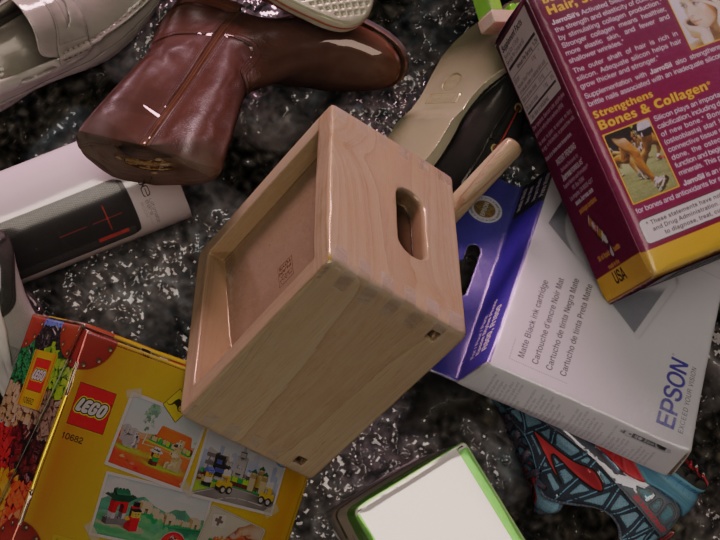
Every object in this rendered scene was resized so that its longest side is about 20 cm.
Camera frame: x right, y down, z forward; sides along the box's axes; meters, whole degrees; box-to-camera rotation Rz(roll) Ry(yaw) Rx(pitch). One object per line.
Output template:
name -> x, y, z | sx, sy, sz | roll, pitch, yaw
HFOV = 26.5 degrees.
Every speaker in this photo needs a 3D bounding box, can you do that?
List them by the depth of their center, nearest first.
speaker -> -0.221, -0.039, 1.061 | 0.200, 0.081, 0.081 | -22, 84, -7

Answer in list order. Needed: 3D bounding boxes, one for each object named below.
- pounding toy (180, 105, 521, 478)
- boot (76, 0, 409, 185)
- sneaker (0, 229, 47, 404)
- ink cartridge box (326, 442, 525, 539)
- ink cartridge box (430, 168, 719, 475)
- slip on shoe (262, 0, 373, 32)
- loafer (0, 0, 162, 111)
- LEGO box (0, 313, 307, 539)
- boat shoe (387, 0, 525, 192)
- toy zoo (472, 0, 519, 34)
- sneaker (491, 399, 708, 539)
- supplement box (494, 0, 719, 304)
pounding toy -> 0.000, 0.000, 0.982 | 0.142, 0.200, 0.184 | 30, 124, -23
boot -> -0.075, -0.112, 1.031 | 0.186, 0.064, 0.200 | 10, 37, 8
sneaker -> -0.217, 0.059, 1.027 | 0.079, 0.074, 0.200 | -21, 119, -18
ink cartridge box -> 0.055, 0.197, 0.986 | 0.084, 0.200, 0.146 | -31, 85, -10
ink cartridge box -> 0.145, 0.019, 1.048 | 0.200, 0.041, 0.200 | 23, 49, -1
slip on shoe -> -0.078, -0.224, 1.078 | 0.200, 0.061, 0.074 | 29, 65, 11
loafer -> -0.223, -0.169, 1.082 | 0.200, 0.070, 0.070 | -36, 86, -8
LEGO box -> -0.137, 0.131, 0.995 | 0.200, 0.077, 0.149 | 25, 79, -35
boat shoe -> 0.085, -0.118, 1.103 | 0.201, 0.074, 0.063 | -54, 126, -19
toy zoo -> 0.119, -0.264, 1.103 | 0.131, 0.020, 0.200 | -6, 73, -30
sneaker -> 0.134, 0.124, 1.060 | 0.200, 0.079, 0.096 | 34, 103, 15
supplement box -> 0.191, -0.097, 1.005 | 0.131, 0.103, 0.200 | -20, 82, -12
